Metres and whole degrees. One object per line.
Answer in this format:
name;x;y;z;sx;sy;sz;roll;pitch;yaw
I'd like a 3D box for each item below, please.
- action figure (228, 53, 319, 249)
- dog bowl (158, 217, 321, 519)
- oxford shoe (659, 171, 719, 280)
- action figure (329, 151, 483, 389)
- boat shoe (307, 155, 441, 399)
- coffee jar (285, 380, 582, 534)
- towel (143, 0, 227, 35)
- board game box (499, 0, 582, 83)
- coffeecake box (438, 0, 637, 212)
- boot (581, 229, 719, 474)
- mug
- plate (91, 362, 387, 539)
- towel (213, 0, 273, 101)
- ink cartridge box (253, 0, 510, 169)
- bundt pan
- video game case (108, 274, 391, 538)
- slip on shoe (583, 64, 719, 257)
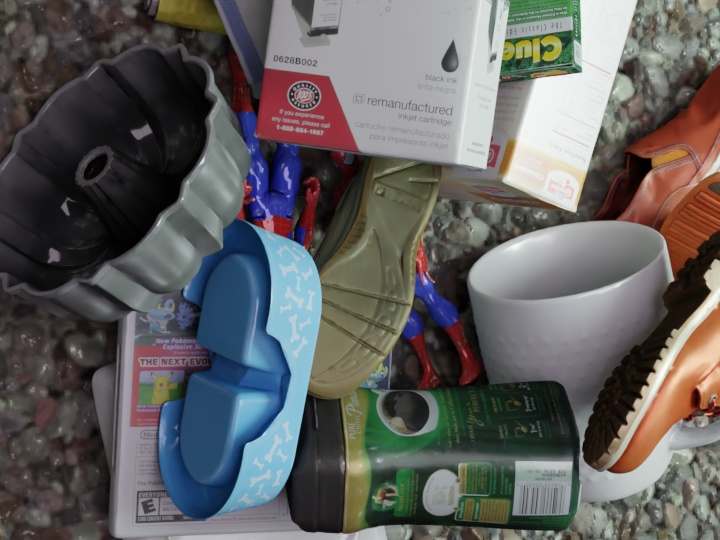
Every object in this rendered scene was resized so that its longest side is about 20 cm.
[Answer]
action figure;-0.064;-0.054;1.560;0.065;0.052;0.201;-3;94;-27
dog bowl;-0.078;0.067;1.460;0.049;0.111;0.201;6;98;-35
oxford shoe;0.267;-0.024;1.639;0.071;0.200;0.073;32;61;14
action figure;0.025;-0.005;1.595;0.052;0.065;0.201;-38;107;-55
boat shoe;-0.002;-0.002;1.512;0.073;0.063;0.202;22;70;-15
coffee jar;0.046;0.128;1.497;0.199;0.105;0.086;0;123;-5
towel;-0.057;-0.235;1.578;0.199;0.023;0.145;9;87;-22
board game box;0.055;-0.176;1.513;0.023;0.199;0.106;29;60;-63
coffeecake box;0.110;-0.151;1.571;0.073;0.153;0.201;21;84;-33
boot;0.233;0.075;1.480;0.107;0.075;0.200;43;69;-9
mug;0.187;0.072;1.594;0.148;0.199;0.176;-41;124;-51
plate;-0.079;0.147;1.574;0.198;0.032;0.201;-12;96;-20
towel;-0.013;-0.220;1.506;0.199;0.024;0.148;-25;84;14
ink cartridge box;0.020;-0.175;1.442;0.146;0.083;0.201;8;92;16
bundt pan;-0.154;-0.049;1.459;0.076;0.201;0.202;43;76;-39
video game case;-0.075;0.093;1.533;0.199;0.023;0.184;1;99;-21
slip on shoe;0.235;-0.083;1.675;0.061;0.074;0.200;37;83;-15
